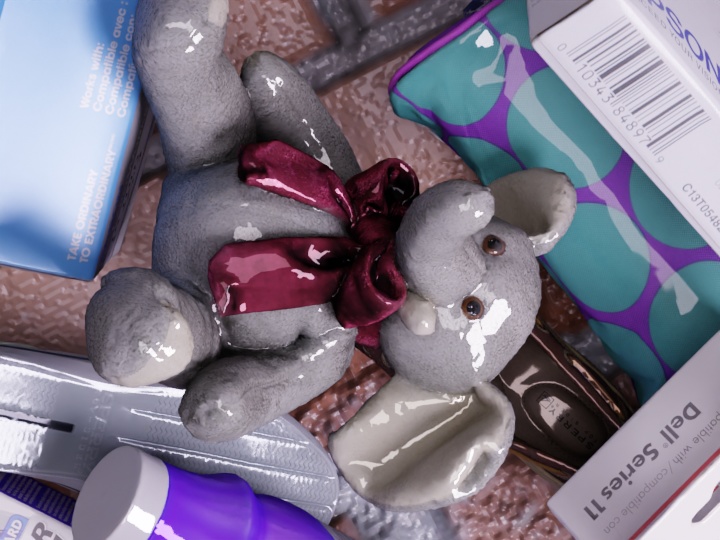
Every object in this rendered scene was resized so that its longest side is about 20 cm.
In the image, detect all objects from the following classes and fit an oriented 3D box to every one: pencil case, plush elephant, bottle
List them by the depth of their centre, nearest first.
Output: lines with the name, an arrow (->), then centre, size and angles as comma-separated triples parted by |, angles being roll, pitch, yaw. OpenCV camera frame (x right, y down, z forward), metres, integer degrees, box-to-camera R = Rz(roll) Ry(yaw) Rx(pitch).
plush elephant -> 0.000, 0.000, 0.840 | 0.154, 0.200, 0.165 | 0, 62, 14
bottle -> -0.029, 0.136, 0.920 | 0.200, 0.084, 0.065 | 32, 90, -31
pencil case -> 0.101, -0.030, 0.941 | 0.092, 0.085, 0.200 | -34, 98, 40

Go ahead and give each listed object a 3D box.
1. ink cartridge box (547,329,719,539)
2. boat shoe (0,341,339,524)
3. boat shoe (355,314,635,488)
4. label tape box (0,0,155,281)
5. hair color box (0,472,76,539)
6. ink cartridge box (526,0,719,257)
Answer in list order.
ink cartridge box -> 0.156, 0.095, 0.902 | 0.117, 0.200, 0.067 | -45, 54, 2
boat shoe -> -0.104, 0.066, 0.952 | 0.200, 0.067, 0.074 | 23, 94, -26
boat shoe -> 0.043, 0.030, 0.950 | 0.200, 0.072, 0.072 | 41, 92, -4
label tape box -> -0.116, -0.072, 0.871 | 0.063, 0.200, 0.145 | 15, 95, -3
hair color box -> -0.184, 0.136, 0.958 | 0.200, 0.065, 0.109 | 27, 93, -3
ink cartridge box -> 0.131, -0.088, 0.850 | 0.041, 0.200, 0.200 | -32, 122, 23
